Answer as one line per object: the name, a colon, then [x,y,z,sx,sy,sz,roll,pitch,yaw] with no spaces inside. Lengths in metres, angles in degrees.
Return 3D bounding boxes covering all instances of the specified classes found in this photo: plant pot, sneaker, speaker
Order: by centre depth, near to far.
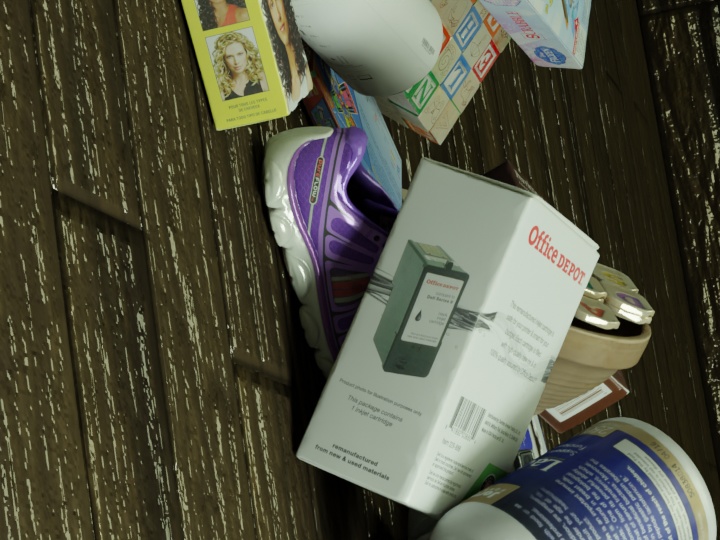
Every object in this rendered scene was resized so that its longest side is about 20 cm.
sneaker: [0.000,0.000,1.516,0.081,0.083,0.201,-80,156,-55]
speaker: [-0.020,-0.186,1.545,0.200,0.081,0.082,40,40,-58]
plant pot: [0.107,0.044,1.799,0.093,0.200,0.201,-65,174,15]

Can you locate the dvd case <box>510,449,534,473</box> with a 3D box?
dvd case: [0.101,0.204,1.719,0.200,0.016,0.150,157,-77,-76]

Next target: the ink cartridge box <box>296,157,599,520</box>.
ink cartridge box: [0.058,0.049,1.497,0.201,0.084,0.146,-67,154,-5]

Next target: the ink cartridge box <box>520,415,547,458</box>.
ink cartridge box: [0.113,0.161,1.929,0.200,0.047,0.199,-44,119,-76]

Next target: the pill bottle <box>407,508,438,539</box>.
pill bottle: [0.070,0.235,1.553,0.112,0.111,0.201,64,20,-45]

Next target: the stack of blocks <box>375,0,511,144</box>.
stack of blocks: [0.040,-0.187,1.750,0.115,0.058,0.200,-56,154,-8]

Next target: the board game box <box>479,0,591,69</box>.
board game box: [0.136,-0.272,1.790,0.199,0.041,0.201,34,62,-68]

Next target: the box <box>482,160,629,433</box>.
box: [0.141,0.021,1.965,0.100,0.075,0.201,41,22,-47]

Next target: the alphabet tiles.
alphabet tiles: [0.121,-0.011,1.805,0.196,0.199,0.015,-110,-138,-70]

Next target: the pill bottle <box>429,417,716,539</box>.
pill bottle: [0.112,0.177,1.462,0.200,0.115,0.116,-26,108,-36]

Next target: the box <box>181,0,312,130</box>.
box: [-0.080,-0.189,1.413,0.075,0.050,0.201,-61,137,-69]

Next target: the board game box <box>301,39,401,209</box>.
board game box: [-0.008,-0.105,1.701,0.200,0.019,0.103,64,18,-45]
